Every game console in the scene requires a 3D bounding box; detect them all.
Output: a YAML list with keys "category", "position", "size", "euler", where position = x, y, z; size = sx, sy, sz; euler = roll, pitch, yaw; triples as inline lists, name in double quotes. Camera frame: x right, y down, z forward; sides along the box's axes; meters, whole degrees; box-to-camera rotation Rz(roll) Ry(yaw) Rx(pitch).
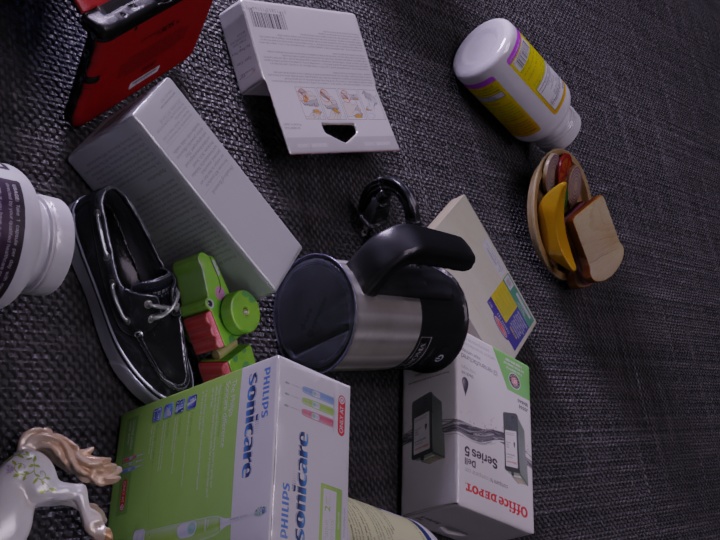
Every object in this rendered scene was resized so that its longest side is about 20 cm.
- category: "game console"
  position: [-0.224, -0.258, 1.009]
  size: [0.118, 0.173, 0.200]
  euler: [36, 41, 5]

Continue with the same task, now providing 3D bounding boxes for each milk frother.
- category: "milk frother"
  position: [0.000, 0.000, 1.163]
  size: [0.187, 0.182, 0.199]
  euler: [6, 25, -49]

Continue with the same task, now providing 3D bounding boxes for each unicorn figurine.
- category: "unicorn figurine"
  position: [-0.257, 0.193, 0.796]
  size: [0.137, 0.074, 0.201]
  euler: [43, 29, -16]

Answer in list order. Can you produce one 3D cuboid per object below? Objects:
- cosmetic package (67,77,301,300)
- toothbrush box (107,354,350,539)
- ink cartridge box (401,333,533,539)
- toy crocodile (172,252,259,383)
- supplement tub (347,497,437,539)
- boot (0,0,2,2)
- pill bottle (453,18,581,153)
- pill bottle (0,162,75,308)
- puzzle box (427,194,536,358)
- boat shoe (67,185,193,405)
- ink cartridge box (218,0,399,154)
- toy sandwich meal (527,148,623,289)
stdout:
- category: "cosmetic package"
  position: [-0.156, -0.060, 1.005]
  size: [0.201, 0.101, 0.072]
  euler: [53, 39, -20]
- category: "toothbrush box"
  position: [-0.107, 0.170, 0.874]
  size: [0.086, 0.198, 0.148]
  euler: [26, 53, -40]
- category: "ink cartridge box"
  position: [0.119, 0.187, 1.234]
  size: [0.145, 0.083, 0.203]
  euler: [28, 53, -40]
- category: "toy crocodile"
  position: [-0.120, 0.082, 0.993]
  size: [0.062, 0.067, 0.203]
  euler: [-33, 109, -54]
- category: "supplement tub"
  position: [-0.030, 0.269, 0.964]
  size: [0.199, 0.144, 0.147]
  euler: [29, 52, -39]
- category: "boot"
  position: [-0.330, -0.335, 0.952]
  size: [0.154, 0.071, 0.202]
  euler: [40, 40, -32]
- category: "pill bottle"
  position: [0.226, -0.253, 1.562]
  size: [0.199, 0.103, 0.105]
  euler: [39, 46, -33]
- category: "pill bottle"
  position: [-0.310, -0.031, 0.795]
  size: [0.198, 0.112, 0.114]
  euler: [12, 64, -47]
- category: "puzzle box"
  position: [0.146, 0.021, 1.395]
  size: [0.202, 0.025, 0.133]
  euler: [59, 38, -12]
- category: "boat shoe"
  position: [-0.187, 0.024, 0.953]
  size: [0.071, 0.067, 0.203]
  euler: [-25, 92, -52]
- category: "ink cartridge box"
  position: [-0.054, -0.207, 1.246]
  size: [0.199, 0.044, 0.179]
  euler: [-9, 79, -51]
- category: "toy sandwich meal"
  position: [0.306, -0.073, 1.570]
  size: [0.204, 0.069, 0.209]
  euler: [5, 83, -52]
